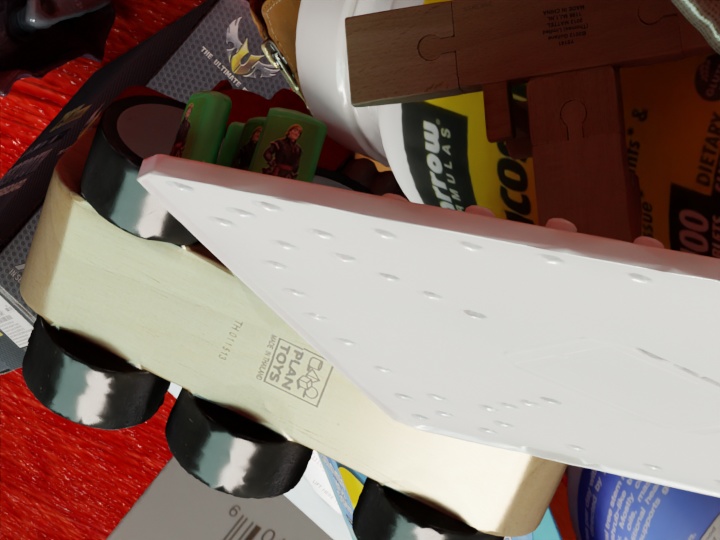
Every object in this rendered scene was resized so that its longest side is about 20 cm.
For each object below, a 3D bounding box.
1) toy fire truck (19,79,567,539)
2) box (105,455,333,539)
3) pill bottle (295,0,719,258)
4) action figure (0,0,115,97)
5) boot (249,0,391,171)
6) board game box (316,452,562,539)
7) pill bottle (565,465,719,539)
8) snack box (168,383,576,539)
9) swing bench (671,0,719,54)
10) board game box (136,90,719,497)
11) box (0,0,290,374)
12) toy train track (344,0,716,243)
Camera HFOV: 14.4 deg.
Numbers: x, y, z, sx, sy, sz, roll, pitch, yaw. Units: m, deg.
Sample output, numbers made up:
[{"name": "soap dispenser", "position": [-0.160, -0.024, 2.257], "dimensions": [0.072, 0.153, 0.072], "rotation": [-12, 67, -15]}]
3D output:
[{"name": "toy fire truck", "position": [0.000, 0.000, 0.927], "dimensions": [0.175, 0.200, 0.129], "rotation": [24, 123, 6]}, {"name": "box", "position": [-0.001, 0.161, 1.336], "dimensions": [0.198, 0.200, 0.172], "rotation": [33, 158, 15]}, {"name": "pill bottle", "position": [0.078, -0.048, 0.796], "dimensions": [0.199, 0.113, 0.113], "rotation": [22, 155, 43]}, {"name": "action figure", "position": [-0.199, -0.093, 1.245], "dimensions": [0.199, 0.150, 0.134], "rotation": [-11, 134, 48]}, {"name": "boot", "position": [0.006, -0.045, 1.069], "dimensions": [0.156, 0.077, 0.200], "rotation": [50, 170, -8]}, {"name": "board game box", "position": [0.043, 0.125, 1.040], "dimensions": [0.201, 0.047, 0.151], "rotation": [69, 169, -18]}, {"name": "pill bottle", "position": [0.138, 0.086, 0.991], "dimensions": [0.112, 0.112, 0.200], "rotation": [51, 180, -30]}, {"name": "snack box", "position": [0.010, 0.055, 1.182], "dimensions": [0.200, 0.142, 0.053], "rotation": [42, 116, -7]}, {"name": "swing bench", "position": [0.099, -0.120, 0.597], "dimensions": [0.199, 0.130, 0.200], "rotation": [46, 157, -2]}, {"name": "board game box", "position": [0.072, 0.017, 0.687], "dimensions": [0.199, 0.026, 0.200], "rotation": [12, 165, 23]}, {"name": "box", "position": [-0.116, -0.030, 1.191], "dimensions": [0.051, 0.158, 0.200], "rotation": [44, 161, -12]}, {"name": "toy train track", "position": [0.052, -0.100, 0.729], "dimensions": [0.114, 0.202, 0.033], "rotation": [-8, 169, 17]}]
